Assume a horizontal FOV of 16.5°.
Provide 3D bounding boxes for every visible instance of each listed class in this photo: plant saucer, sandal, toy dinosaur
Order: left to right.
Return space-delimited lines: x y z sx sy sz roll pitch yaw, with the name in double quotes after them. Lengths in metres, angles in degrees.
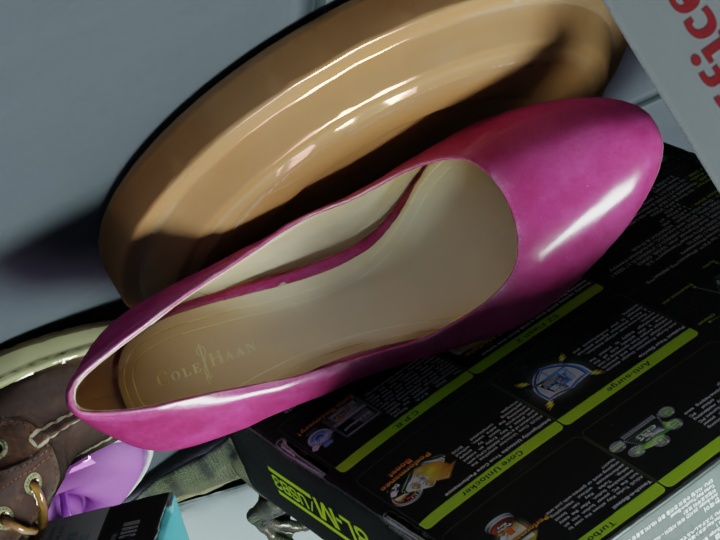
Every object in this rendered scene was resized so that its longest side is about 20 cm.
-0.140 0.128 1.036 0.082 0.050 0.203 -11 154 -44 "sandal"
-0.033 0.082 1.086 0.200 0.048 0.088 -35 146 17 "toy dinosaur"
0.006 -0.037 0.855 0.200 0.032 0.200 -26 162 -9 "plant saucer"

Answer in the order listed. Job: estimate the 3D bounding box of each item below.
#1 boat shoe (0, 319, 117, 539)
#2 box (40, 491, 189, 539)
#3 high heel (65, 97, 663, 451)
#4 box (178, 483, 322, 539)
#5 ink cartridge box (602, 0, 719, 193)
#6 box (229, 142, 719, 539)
-0.140 0.082 0.883 0.200 0.072 0.072 -23 160 -19 "boat shoe"
-0.160 0.140 0.905 0.199 0.049 0.082 -14 -162 9 "box"
0.000 0.000 0.792 0.200 0.068 0.096 -22 175 21 "high heel"
-0.067 0.191 1.220 0.152 0.107 0.200 -14 156 -39 "box"
0.174 -0.114 0.723 0.200 0.147 0.146 -34 162 16 "ink cartridge box"
0.080 0.038 0.836 0.200 0.193 0.048 -34 123 -20 "box"
